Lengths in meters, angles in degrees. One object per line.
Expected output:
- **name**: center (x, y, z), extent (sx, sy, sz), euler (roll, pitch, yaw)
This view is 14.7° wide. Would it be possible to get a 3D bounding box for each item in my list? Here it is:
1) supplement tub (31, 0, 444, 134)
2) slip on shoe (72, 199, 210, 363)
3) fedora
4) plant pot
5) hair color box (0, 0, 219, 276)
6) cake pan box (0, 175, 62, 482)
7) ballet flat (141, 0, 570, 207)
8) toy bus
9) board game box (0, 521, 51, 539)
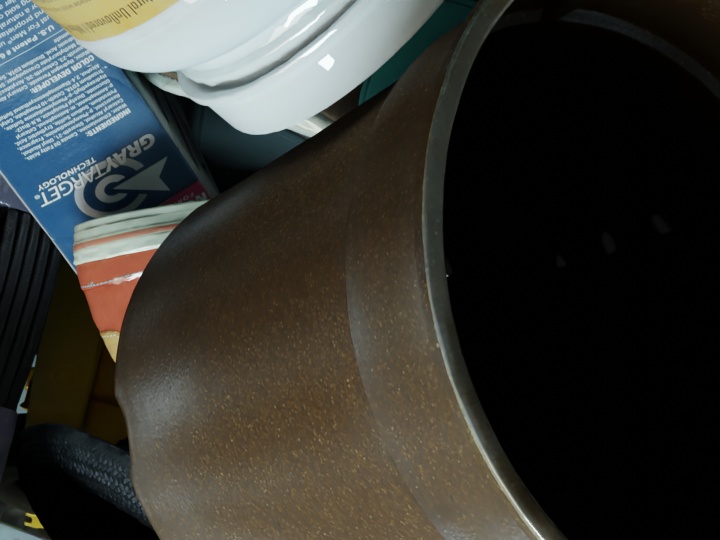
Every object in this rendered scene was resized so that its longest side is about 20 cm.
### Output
- **supplement tub**: center (-0.066, -0.146, 0.769), extent (0.200, 0.145, 0.145), euler (41, 153, -24)
- **slip on shoe**: center (0.000, 0.000, 0.986), extent (0.200, 0.061, 0.074), euler (-7, 178, -9)
- **fedora**: center (-0.042, 0.099, 1.083), extent (0.200, 0.092, 0.201), euler (34, 158, 16)
- **plant pot**: center (0.041, 0.022, 0.811), extent (0.200, 0.200, 0.198), euler (39, 148, -21)
- **hair color box**: center (-0.117, -0.079, 0.997), extent (0.200, 0.060, 0.100), euler (57, -175, -46)
- **cake pan box**: center (-0.175, 0.032, 1.168), extent (0.052, 0.185, 0.200), euler (17, 159, -16)
- **ballet flat**: center (0.011, -0.064, 0.956), extent (0.200, 0.069, 0.069), euler (17, 153, 32)
- **toy bus**: center (-0.064, 0.073, 1.220), extent (0.192, 0.136, 0.200), euler (15, 152, -1)
- **board game box**: center (-0.168, 0.126, 1.043), extent (0.200, 0.064, 0.148), euler (21, 161, -9)
